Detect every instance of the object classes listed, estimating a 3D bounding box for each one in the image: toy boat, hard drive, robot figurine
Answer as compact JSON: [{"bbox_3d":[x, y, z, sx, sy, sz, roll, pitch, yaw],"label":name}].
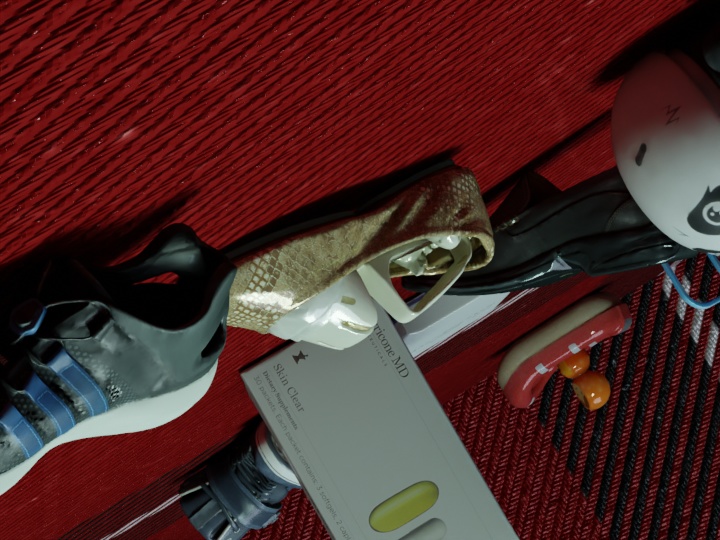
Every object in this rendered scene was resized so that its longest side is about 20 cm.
[{"bbox_3d":[0.281,0.125,2.961,0.200,0.131,0.130,-34,172,19],"label":"toy boat"},{"bbox_3d":[0.072,0.030,1.811,0.132,0.025,0.200,-30,173,-13],"label":"hard drive"},{"bbox_3d":[0.231,-0.092,1.202,0.199,0.151,0.125,-31,-163,-4],"label":"robot figurine"}]

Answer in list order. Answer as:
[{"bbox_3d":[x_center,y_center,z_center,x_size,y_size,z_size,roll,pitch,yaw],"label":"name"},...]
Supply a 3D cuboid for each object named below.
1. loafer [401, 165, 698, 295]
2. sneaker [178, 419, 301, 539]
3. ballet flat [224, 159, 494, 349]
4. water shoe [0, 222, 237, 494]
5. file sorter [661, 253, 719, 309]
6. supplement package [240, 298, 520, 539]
[{"bbox_3d":[0.113,-0.027,1.400,0.199,0.073,0.073,-11,179,26],"label":"loafer"},{"bbox_3d":[-0.098,0.187,1.972,0.146,0.077,0.202,-35,174,8],"label":"sneaker"},{"bbox_3d":[0.000,0.000,1.108,0.200,0.065,0.070,-25,171,-41],"label":"ballet flat"},{"bbox_3d":[-0.128,0.029,0.839,0.200,0.071,0.079,-21,141,-49],"label":"water shoe"},{"bbox_3d":[0.327,-0.075,1.768,0.138,0.123,0.200,-26,171,-40],"label":"file sorter"},{"bbox_3d":[0.014,0.137,1.581,0.111,0.201,0.156,-30,173,-5],"label":"supplement package"}]
